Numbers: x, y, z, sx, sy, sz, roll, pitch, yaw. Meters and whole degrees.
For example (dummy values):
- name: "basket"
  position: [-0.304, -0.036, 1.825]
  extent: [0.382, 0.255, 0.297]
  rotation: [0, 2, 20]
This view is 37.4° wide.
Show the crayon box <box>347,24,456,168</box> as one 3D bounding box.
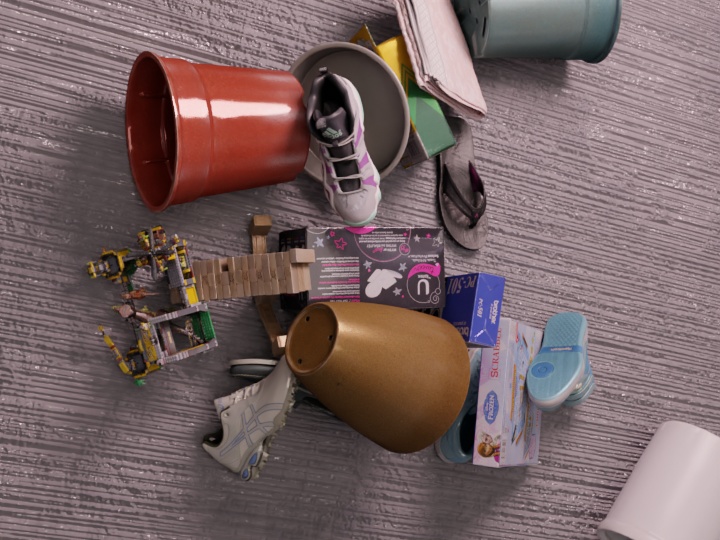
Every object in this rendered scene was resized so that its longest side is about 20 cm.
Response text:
- name: "crayon box"
  position: [0.056, -0.250, 1.501]
  extent: [0.051, 0.126, 0.201]
  rotation: [-27, 96, -12]

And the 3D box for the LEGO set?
- name: "LEGO set"
  position: [-0.274, 0.048, 1.332]
  extent: [0.153, 0.116, 0.201]
  rotation: [-6, 94, 22]

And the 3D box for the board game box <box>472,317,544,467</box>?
- name: "board game box"
  position: [0.215, 0.176, 1.512]
  extent: [0.199, 0.041, 0.201]
  rotation: [21, 74, -64]

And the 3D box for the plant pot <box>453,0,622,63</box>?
- name: "plant pot"
  position: [0.251, -0.396, 1.565]
  extent: [0.195, 0.200, 0.202]
  rotation: [-9, 89, -14]

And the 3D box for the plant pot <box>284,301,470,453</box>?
- name: "plant pot"
  position: [0.007, 0.114, 1.342]
  extent: [0.200, 0.186, 0.187]
  rotation: [29, 75, -41]

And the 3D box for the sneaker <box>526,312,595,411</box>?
- name: "sneaker"
  position: [0.298, 0.166, 1.549]
  extent: [0.200, 0.079, 0.131]
  rotation: [-56, 139, -49]

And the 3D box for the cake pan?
- name: "cake pan"
  position: [-0.019, -0.212, 1.457]
  extent: [0.201, 0.199, 0.037]
  rotation: [65, 29, -5]

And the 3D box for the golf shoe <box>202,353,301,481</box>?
- name: "golf shoe"
  position: [-0.142, 0.180, 1.388]
  extent: [0.097, 0.078, 0.201]
  rotation: [26, 110, -5]

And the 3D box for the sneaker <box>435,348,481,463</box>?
- name: "sneaker"
  position: [0.178, 0.188, 1.540]
  extent: [0.074, 0.082, 0.201]
  rotation: [25, 78, -18]

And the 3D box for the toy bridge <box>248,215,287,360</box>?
- name: "toy bridge"
  position: [-0.124, 0.029, 1.439]
  extent: [0.027, 0.067, 0.201]
  rotation: [-4, 66, -22]

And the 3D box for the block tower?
- name: "block tower"
  position: [-0.157, 0.009, 1.376]
  extent: [0.199, 0.054, 0.058]
  rotation: [-8, 89, 23]

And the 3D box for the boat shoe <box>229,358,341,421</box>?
- name: "boat shoe"
  position: [-0.087, 0.163, 1.447]
  extent: [0.199, 0.073, 0.062]
  rotation: [16, 77, -24]

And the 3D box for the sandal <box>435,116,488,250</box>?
- name: "sandal"
  position: [0.149, -0.129, 1.572]
  extent: [0.075, 0.048, 0.202]
  rotation: [-10, 89, -21]

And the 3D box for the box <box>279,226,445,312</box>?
- name: "box"
  position: [0.000, 0.000, 1.461]
  extent: [0.199, 0.132, 0.116]
  rotation: [0, 89, -21]

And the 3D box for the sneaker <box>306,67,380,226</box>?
- name: "sneaker"
  position: [-0.031, -0.158, 1.349]
  extent: [0.077, 0.140, 0.201]
  rotation: [-15, 83, 9]

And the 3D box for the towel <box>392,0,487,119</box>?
- name: "towel"
  position: [0.108, -0.325, 1.499]
  extent: [0.191, 0.032, 0.201]
  rotation: [13, 58, -60]

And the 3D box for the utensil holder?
- name: "utensil holder"
  position: [0.475, 0.352, 1.599]
  extent: [0.170, 0.170, 0.200]
  rotation: [39, 71, -14]

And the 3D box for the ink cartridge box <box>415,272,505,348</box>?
- name: "ink cartridge box"
  position: [0.127, 0.058, 1.467]
  extent: [0.044, 0.200, 0.095]
  rotation: [13, 82, -22]

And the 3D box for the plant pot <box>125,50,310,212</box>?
- name: "plant pot"
  position: [-0.181, -0.182, 1.383]
  extent: [0.194, 0.200, 0.202]
  rotation: [-6, 88, -29]
